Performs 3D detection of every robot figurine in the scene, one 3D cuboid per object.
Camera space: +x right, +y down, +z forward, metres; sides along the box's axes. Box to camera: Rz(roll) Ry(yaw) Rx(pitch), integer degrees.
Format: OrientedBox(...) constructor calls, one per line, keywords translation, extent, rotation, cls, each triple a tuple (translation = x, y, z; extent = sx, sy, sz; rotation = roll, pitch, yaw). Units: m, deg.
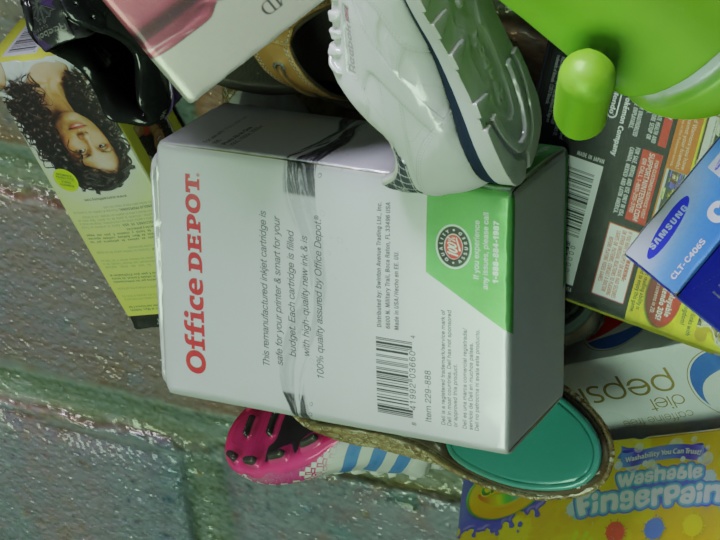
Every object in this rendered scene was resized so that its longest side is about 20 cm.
OrientedBox(translation=(0.127, -0.147, 1.245), extent=(0.200, 0.176, 0.116), rotation=(35, 167, -28), cls="robot figurine")

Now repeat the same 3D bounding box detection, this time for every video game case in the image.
OrientedBox(translation=(0.172, -0.057, 1.367), extent=(0.181, 0.026, 0.200), rotation=(21, 119, 16), cls="video game case")

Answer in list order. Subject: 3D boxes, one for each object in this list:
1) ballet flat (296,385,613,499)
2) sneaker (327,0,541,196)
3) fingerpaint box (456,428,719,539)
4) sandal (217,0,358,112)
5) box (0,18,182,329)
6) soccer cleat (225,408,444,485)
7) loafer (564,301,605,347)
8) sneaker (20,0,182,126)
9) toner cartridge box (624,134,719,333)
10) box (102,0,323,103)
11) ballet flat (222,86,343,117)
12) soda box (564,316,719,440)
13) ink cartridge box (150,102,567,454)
OrientedBox(translation=(0.054, 0.078, 1.492), extent=(0.200, 0.071, 0.065), rotation=(18, 178, 25), cls="ballet flat")
OrientedBox(translation=(0.015, -0.122, 1.269), extent=(0.080, 0.076, 0.200), rotation=(-5, 117, 33), cls="sneaker")
OrientedBox(translation=(0.181, 0.154, 1.532), extent=(0.200, 0.073, 0.167), rotation=(-9, 153, 34), cls="fingerpaint box")
OrientedBox(translation=(-0.016, -0.115, 1.418), extent=(0.200, 0.055, 0.082), rotation=(23, 99, 5), cls="sandal")
OrientedBox(translation=(-0.135, -0.056, 1.568), extent=(0.075, 0.050, 0.200), rotation=(-5, 128, 34), cls="box")
OrientedBox(translation=(0.003, 0.102, 1.633), extent=(0.086, 0.070, 0.200), rotation=(36, 145, -31), cls="soccer cleat")
OrientedBox(translation=(0.056, 0.018, 1.534), extent=(0.200, 0.072, 0.063), rotation=(5, 152, 34), cls="loafer")
OrientedBox(translation=(-0.152, -0.165, 1.443), extent=(0.076, 0.088, 0.200), rotation=(-19, 119, 40), cls="sneaker")
OrientedBox(translation=(0.218, 0.007, 1.301), extent=(0.200, 0.095, 0.043), rotation=(36, -175, -44), cls="toner cartridge box")
OrientedBox(translation=(-0.098, -0.204, 1.321), extent=(0.128, 0.109, 0.200), rotation=(-38, 109, 7), cls="box")
OrientedBox(translation=(-0.050, -0.058, 1.503), extent=(0.070, 0.065, 0.200), rotation=(11, 134, 6), cls="ballet flat")
OrientedBox(translation=(0.184, 0.046, 1.483), extent=(0.200, 0.064, 0.068), rotation=(-12, 123, 37), cls="soda box")
OrientedBox(translation=(0.000, 0.000, 1.409), extent=(0.200, 0.084, 0.146), rotation=(10, 114, 23), cls="ink cartridge box")
